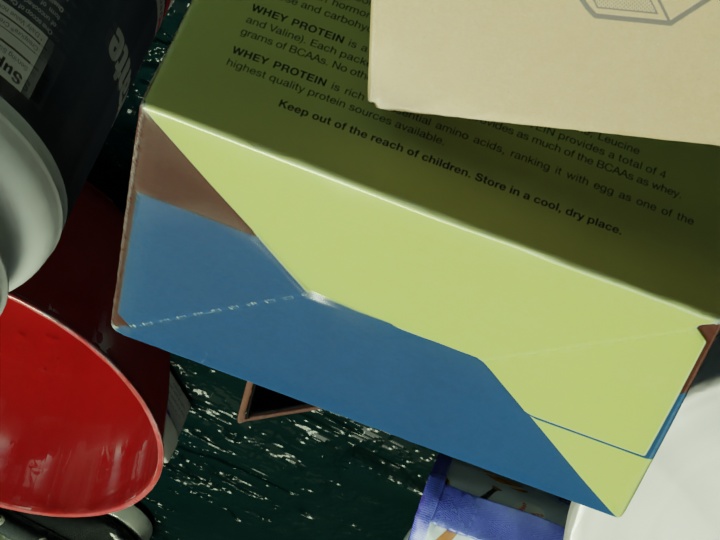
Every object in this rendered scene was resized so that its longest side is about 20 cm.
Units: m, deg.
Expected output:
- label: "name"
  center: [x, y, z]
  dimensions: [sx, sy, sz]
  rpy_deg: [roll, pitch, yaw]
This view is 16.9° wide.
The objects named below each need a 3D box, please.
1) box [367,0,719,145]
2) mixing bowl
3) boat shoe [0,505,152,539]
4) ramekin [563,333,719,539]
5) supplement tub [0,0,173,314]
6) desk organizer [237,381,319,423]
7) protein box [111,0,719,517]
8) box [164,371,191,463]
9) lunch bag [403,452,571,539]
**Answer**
- label: "box"
  center: [0.086, -0.132, 0.699]
  dimensions: [0.162, 0.021, 0.201]
  rpy_deg: [7, 120, 10]
- label: "mixing bowl"
  center: [-0.169, 0.018, 1.155]
  dimensions: [0.199, 0.109, 0.201]
  rpy_deg: [15, 144, 11]
- label: "boat shoe"
  center: [-0.222, 0.145, 1.399]
  dimensions: [0.198, 0.061, 0.076]
  rpy_deg: [10, 144, 17]
- label: "ramekin"
  center: [0.189, 0.108, 1.038]
  dimensions: [0.201, 0.094, 0.204]
  rpy_deg: [3, 115, 7]
- label: "supplement tub"
  center: [-0.163, -0.078, 0.940]
  dimensions: [0.139, 0.201, 0.141]
  rpy_deg: [15, 146, 10]
- label: "desk organizer"
  center: [0.000, 0.000, 1.066]
  dimensions: [0.071, 0.077, 0.200]
  rpy_deg: [20, 146, 2]
- label: "protein box"
  center: [0.041, -0.058, 0.856]
  dimensions: [0.197, 0.201, 0.135]
  rpy_deg: [20, 146, 2]
- label: "box"
  center: [-0.188, 0.070, 1.298]
  dimensions: [0.198, 0.039, 0.042]
  rpy_deg: [3, 143, 25]
- label: "lunch bag"
  center: [0.096, 0.171, 1.208]
  dimensions: [0.169, 0.125, 0.200]
  rpy_deg: [19, 153, 5]
